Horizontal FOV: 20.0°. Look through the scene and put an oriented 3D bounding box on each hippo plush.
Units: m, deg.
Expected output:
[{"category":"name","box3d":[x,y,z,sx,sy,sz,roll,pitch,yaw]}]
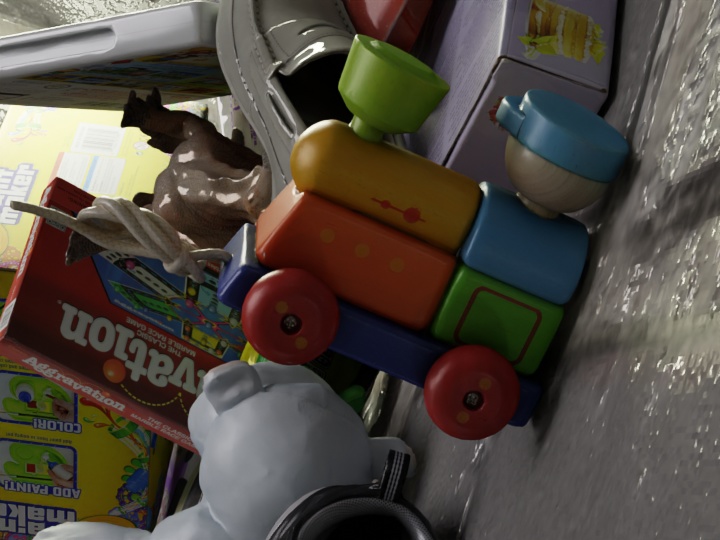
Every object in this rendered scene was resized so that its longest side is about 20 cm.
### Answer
[{"category":"hippo plush","box3d":[-0.070,0.115,0.915,0.200,0.158,0.162,-114,42,-78]}]

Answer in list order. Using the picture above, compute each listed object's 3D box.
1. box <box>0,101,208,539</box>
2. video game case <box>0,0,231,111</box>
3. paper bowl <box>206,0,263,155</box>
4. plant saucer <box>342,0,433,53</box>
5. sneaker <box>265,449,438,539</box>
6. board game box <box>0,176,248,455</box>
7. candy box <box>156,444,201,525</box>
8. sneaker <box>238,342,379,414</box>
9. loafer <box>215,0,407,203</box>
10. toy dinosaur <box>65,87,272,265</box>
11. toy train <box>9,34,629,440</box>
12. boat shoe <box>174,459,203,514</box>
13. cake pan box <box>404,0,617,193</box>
[{"category":"box","box3d":[-0.164,0.026,1.209,0.201,0.121,0.194,-83,-1,-57]},{"category":"video game case","box3d":[-0.101,-0.104,1.016,0.199,0.180,0.023,-3,-92,-62]},{"category":"paper bowl","box3d":[-0.045,-0.143,1.348,0.201,0.103,0.203,173,90,-83]},{"category":"plant saucer","box3d":[0.051,-0.197,0.969,0.201,0.036,0.200,-63,-4,12]},{"category":"sneaker","box3d":[-0.021,0.163,0.772,0.114,0.075,0.202,119,169,-64]},{"category":"board game box","box3d":[-0.088,0.040,1.057,0.019,0.199,0.104,-36,33,47]},{"category":"candy box","box3d":[-0.078,0.106,1.286,0.168,0.071,0.202,-136,64,-81]},{"category":"sneaker","box3d":[0.000,0.000,1.050,0.085,0.078,0.202,-24,48,56]},{"category":"loafer","box3d":[-0.013,-0.072,0.853,0.070,0.069,0.201,-52,42,40]},{"category":"toy dinosaur","box3d":[-0.056,-0.028,0.990,0.200,0.134,0.087,-35,-38,-82]},{"category":"toy train","box3d":[-0.011,-0.032,0.719,0.085,0.198,0.117,-97,31,-71]},{"category":"boat shoe","box3d":[-0.073,0.182,1.130,0.065,0.073,0.202,-38,37,56]},{"category":"cake pan box","box3d":[0.055,-0.082,0.891,0.201,0.052,0.185,117,170,-47]}]
